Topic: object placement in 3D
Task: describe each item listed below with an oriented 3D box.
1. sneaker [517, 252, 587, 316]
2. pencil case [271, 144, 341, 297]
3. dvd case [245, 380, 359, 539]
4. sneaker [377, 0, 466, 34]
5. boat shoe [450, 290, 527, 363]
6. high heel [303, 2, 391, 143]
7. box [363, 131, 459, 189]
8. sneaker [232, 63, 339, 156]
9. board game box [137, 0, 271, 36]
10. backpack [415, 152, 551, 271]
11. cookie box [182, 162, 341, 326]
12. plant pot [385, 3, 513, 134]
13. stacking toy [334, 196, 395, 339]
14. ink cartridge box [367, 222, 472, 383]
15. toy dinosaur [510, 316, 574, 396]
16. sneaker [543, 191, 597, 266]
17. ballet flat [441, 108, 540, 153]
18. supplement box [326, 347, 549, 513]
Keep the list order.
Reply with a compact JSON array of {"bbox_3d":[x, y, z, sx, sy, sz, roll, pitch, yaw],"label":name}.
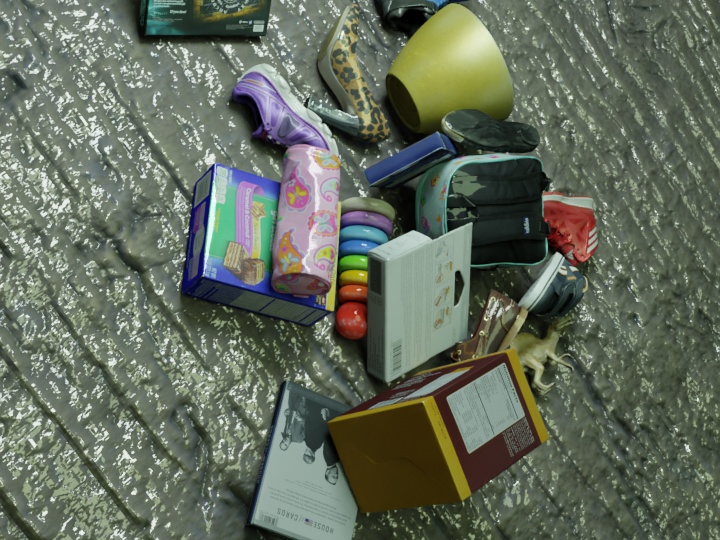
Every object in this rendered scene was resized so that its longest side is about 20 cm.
[{"bbox_3d":[0.309,0.032,1.703,0.079,0.079,0.200,41,28,6],"label":"sneaker"},{"bbox_3d":[-0.071,-0.067,1.447,0.087,0.087,0.202,15,63,-27],"label":"pencil case"},{"bbox_3d":[-0.062,0.266,1.457,0.150,0.025,0.201,26,61,-23],"label":"dvd case"},{"bbox_3d":[0.119,-0.438,1.796,0.198,0.077,0.112,-1,67,-28],"label":"sneaker"},{"bbox_3d":[0.170,0.125,1.613,0.070,0.070,0.201,32,77,-6],"label":"boat shoe"},{"bbox_3d":[0.004,-0.300,1.672,0.142,0.071,0.202,22,78,-17],"label":"high heel"},{"bbox_3d":[0.075,-0.158,1.577,0.033,0.120,0.200,64,12,1],"label":"box"},{"bbox_3d":[-0.110,-0.203,1.583,0.083,0.081,0.200,-43,91,-19],"label":"sneaker"},{"bbox_3d":[-0.215,-0.404,1.551,0.199,0.136,0.028,-8,33,-35],"label":"board game box"},{"bbox_3d":[0.172,-0.088,1.643,0.199,0.153,0.177,-8,101,-39],"label":"backpack"},{"bbox_3d":[-0.131,-0.033,1.492,0.199,0.075,0.173,16,64,-28],"label":"cookie box"},{"bbox_3d":[0.124,-0.292,1.698,0.141,0.200,0.201,-30,90,-13],"label":"plant pot"},{"bbox_3d":[0.000,0.000,1.564,0.085,0.085,0.202,16,68,-27],"label":"stacking toy"},{"bbox_3d":[0.084,0.038,1.552,0.173,0.043,0.202,-25,127,-38],"label":"ink cartridge box"},{"bbox_3d":[0.266,0.146,1.703,0.199,0.058,0.101,-28,72,-28],"label":"toy dinosaur"},{"bbox_3d":[0.324,-0.062,1.792,0.199,0.078,0.116,-5,74,-32],"label":"sneaker"},{"bbox_3d":[0.195,-0.202,1.657,0.199,0.057,0.067,5,65,-40],"label":"ballet flat"},{"bbox_3d":[0.104,0.214,1.455,0.199,0.197,0.134,-23,92,-43],"label":"supplement box"}]
